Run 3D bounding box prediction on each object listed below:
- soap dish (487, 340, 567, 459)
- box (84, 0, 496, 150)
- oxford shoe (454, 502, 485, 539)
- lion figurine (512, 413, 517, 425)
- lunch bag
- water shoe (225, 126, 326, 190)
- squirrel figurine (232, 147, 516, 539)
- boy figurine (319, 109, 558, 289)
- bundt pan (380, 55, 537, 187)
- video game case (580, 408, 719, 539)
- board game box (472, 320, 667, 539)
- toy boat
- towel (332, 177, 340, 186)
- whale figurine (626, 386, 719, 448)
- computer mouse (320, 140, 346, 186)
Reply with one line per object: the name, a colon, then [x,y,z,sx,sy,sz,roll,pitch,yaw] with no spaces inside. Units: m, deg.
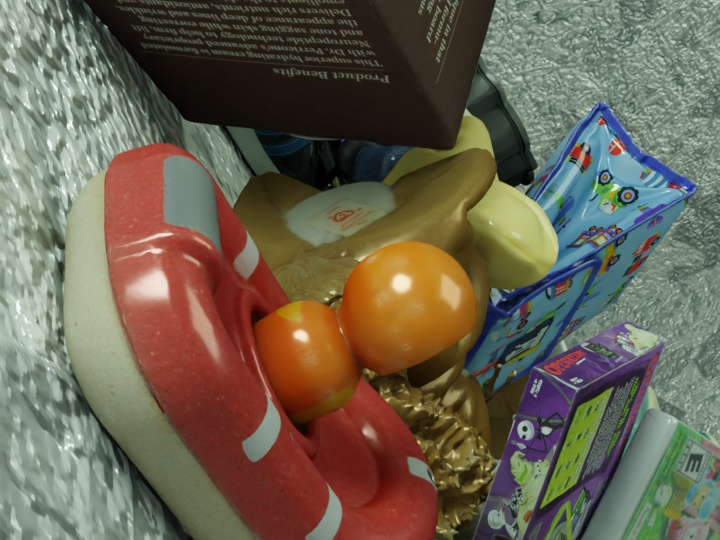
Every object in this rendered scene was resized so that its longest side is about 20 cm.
soap dish: [0.085,0.041,1.187,0.158,0.080,0.202,116,-45,-69]
box: [-0.034,-0.182,0.742,0.200,0.164,0.166,52,51,-59]
oxford shoe: [0.087,0.175,1.013,0.070,0.074,0.202,-42,108,-80]
lion figurine: [0.090,0.185,0.873,0.201,0.072,0.123,90,-9,-48]
lunch bag: [0.109,0.009,1.024,0.094,0.200,0.151,42,-31,12]
water shoe: [-0.046,-0.110,0.941,0.200,0.078,0.072,55,14,-53]
squirrel figurine: [0.011,0.062,0.777,0.201,0.140,0.188,-70,147,-58]
boy figurine: [0.045,-0.039,0.915,0.064,0.125,0.199,31,-8,-32]
bundt pan: [0.031,-0.119,1.064,0.202,0.076,0.202,51,-7,9]
video game case: [0.160,0.193,0.820,0.022,0.201,0.181,23,-6,47]
board game box: [0.085,0.129,0.745,0.032,0.202,0.120,27,20,28]
toy boat: [-0.016,0.033,0.580,0.131,0.130,0.201,-103,166,-51]
towel: [-0.005,-0.092,1.326,0.200,0.023,0.145,36,30,-73]
whale figurine: [0.164,0.156,0.961,0.103,0.160,0.201,14,37,-18]
computer mouse: [-0.022,-0.056,1.129,0.059,0.034,0.202,-59,131,-74]
